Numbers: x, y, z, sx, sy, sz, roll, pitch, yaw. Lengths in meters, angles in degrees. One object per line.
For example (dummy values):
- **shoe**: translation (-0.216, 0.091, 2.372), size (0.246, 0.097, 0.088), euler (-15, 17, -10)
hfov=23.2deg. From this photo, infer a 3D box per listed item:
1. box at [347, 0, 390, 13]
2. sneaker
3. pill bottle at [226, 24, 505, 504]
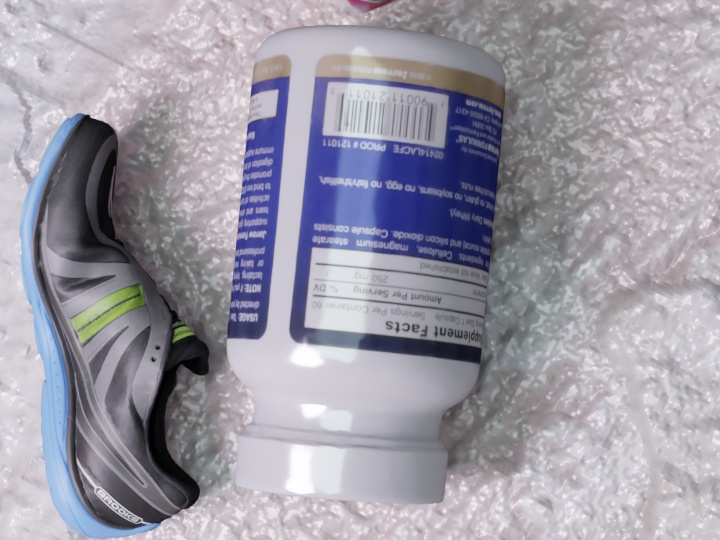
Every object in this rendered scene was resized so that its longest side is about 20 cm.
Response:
- **box**: translation (-0.005, -0.236, 0.812), size (0.094, 0.103, 0.201), euler (-23, 81, 11)
- **sneaker**: translation (-0.114, 0.025, 0.836), size (0.082, 0.071, 0.201), euler (-8, 88, 8)
- **pill bottle**: translation (0.000, 0.000, 0.782), size (0.115, 0.116, 0.201), euler (5, 86, 14)
